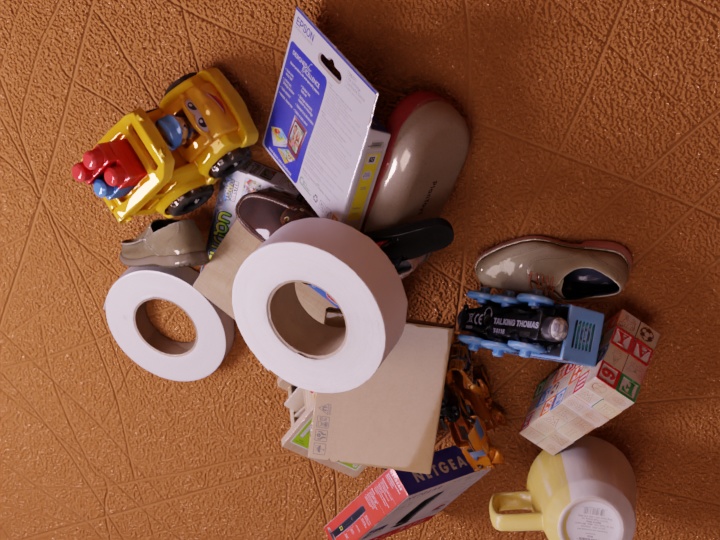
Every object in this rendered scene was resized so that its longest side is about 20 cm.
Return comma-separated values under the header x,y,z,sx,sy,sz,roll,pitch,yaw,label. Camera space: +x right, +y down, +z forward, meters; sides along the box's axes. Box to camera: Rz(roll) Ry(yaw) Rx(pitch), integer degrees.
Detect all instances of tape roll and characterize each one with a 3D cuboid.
x,y,z,sx,sy,sz,roll,pitch,yaw,label
-0.049,0.043,1.209,0.202,0.071,0.203,12,122,20,tape roll
-0.289,0.077,1.553,0.202,0.037,0.203,10,124,15,tape roll

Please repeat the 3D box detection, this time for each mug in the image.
x,y,z,sx,sy,sz,roll,pitch,yaw,label
0.283,0.322,1.356,0.186,0.153,0.150,-38,92,10,mug

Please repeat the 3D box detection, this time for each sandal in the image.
x,y,z,sx,sy,sz,roll,pitch,yaw,label
0.016,-0.014,1.230,0.199,0.045,0.075,-15,150,14,sandal

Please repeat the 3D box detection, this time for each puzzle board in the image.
x,y,z,sx,sy,sz,roll,pitch,yaw,label
-0.108,0.022,1.381,0.200,0.017,0.151,37,104,4,puzzle board

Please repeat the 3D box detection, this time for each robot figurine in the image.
x,y,z,sx,sy,sz,roll,pitch,yaw,label
0.143,0.168,1.396,0.058,0.145,0.200,-13,125,20,robot figurine

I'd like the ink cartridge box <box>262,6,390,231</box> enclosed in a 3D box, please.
x,y,z,sx,sy,sz,roll,pitch,yaw,label
-0.039,-0.179,1.230,0.198,0.047,0.200,53,136,36,ink cartridge box

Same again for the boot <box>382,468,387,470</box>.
x,y,z,sx,sy,sz,roll,pitch,yaw,label
0.046,0.241,1.474,0.070,0.132,0.200,28,126,0,boot

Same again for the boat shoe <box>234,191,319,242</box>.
x,y,z,sx,sy,sz,roll,pitch,yaw,label
-0.075,-0.045,1.321,0.200,0.070,0.071,26,99,7,boat shoe

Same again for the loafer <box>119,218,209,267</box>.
x,y,z,sx,sy,sz,roll,pitch,yaw,label
-0.272,-0.039,1.433,0.200,0.076,0.068,2,92,48,loafer

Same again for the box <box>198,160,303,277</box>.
x,y,z,sx,sy,sz,roll,pitch,yaw,label
-0.152,-0.052,1.422,0.110,0.035,0.200,23,126,5,box

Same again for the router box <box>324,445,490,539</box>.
x,y,z,sx,sy,sz,roll,pitch,yaw,label
0.072,0.325,1.482,0.180,0.200,0.049,-49,62,36,router box

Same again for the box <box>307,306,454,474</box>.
x,y,z,sx,sy,sz,roll,pitch,yaw,label
0.024,0.155,1.306,0.163,0.021,0.201,8,103,1,box

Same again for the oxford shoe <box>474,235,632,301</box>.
x,y,z,sx,sy,sz,roll,pitch,yaw,label
0.236,0.002,1.290,0.199,0.074,0.071,-4,119,22,oxford shoe

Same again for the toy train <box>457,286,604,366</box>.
x,y,z,sx,sy,sz,roll,pitch,yaw,label
0.208,0.073,1.297,0.114,0.087,0.200,17,172,-28,toy train

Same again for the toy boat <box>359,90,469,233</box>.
x,y,z,sx,sy,sz,roll,pitch,yaw,label
0.043,-0.135,1.263,0.131,0.130,0.200,44,131,26,toy boat

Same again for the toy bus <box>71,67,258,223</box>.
x,y,z,sx,sy,sz,roll,pitch,yaw,label
-0.258,-0.151,1.287,0.200,0.192,0.136,-36,82,32,toy bus

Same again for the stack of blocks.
x,y,z,sx,sy,sz,roll,pitch,yaw,label
0.293,0.149,1.334,0.058,0.115,0.200,33,144,-2,stack of blocks

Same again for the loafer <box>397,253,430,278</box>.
x,y,z,sx,sy,sz,roll,pitch,yaw,label
0.000,0.000,1.382,0.200,0.063,0.072,-22,111,30,loafer

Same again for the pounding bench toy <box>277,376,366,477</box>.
x,y,z,sx,sy,sz,roll,pitch,yaw,label
-0.009,0.147,1.417,0.124,0.156,0.200,27,117,-24,pounding bench toy
